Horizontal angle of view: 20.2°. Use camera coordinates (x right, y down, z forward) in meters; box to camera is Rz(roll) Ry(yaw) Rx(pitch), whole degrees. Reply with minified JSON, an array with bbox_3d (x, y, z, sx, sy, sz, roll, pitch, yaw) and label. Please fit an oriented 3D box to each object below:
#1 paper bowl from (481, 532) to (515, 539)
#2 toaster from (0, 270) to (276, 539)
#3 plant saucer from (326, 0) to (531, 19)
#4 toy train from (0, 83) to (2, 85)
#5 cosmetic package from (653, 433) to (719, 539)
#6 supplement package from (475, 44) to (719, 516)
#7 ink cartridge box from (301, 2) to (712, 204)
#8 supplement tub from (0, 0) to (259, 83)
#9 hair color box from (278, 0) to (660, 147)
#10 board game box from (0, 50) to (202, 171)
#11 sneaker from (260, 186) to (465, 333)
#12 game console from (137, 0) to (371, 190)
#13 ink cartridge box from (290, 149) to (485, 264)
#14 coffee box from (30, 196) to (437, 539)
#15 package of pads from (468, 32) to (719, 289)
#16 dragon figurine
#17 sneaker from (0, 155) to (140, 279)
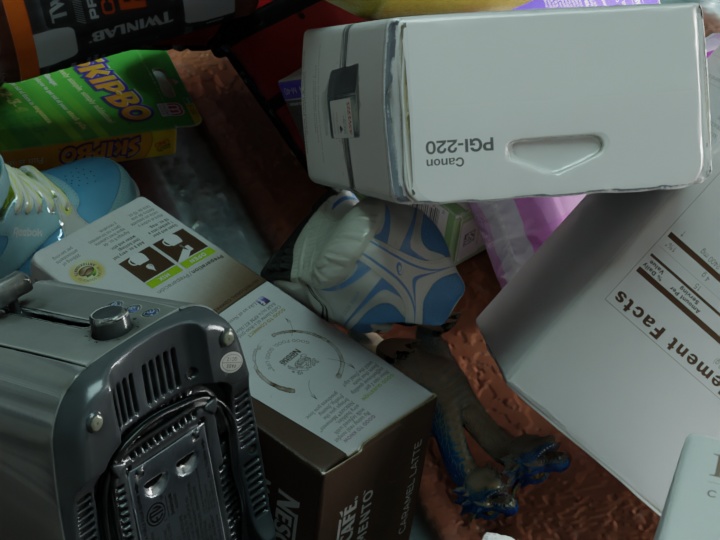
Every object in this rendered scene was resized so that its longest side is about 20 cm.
[{"bbox_3d":[0.033,0.199,0.777,0.104,0.201,0.201,15,40,8],"label":"paper bowl"},{"bbox_3d":[-0.119,0.097,0.910,0.129,0.200,0.114,16,37,39],"label":"toaster"},{"bbox_3d":[-0.005,-0.179,1.048,0.200,0.048,0.200,29,23,28],"label":"plant saucer"},{"bbox_3d":[-0.287,-0.126,1.172,0.114,0.085,0.200,35,38,10],"label":"toy train"},{"bbox_3d":[0.179,0.206,0.821,0.167,0.166,0.200,14,38,9],"label":"cosmetic package"},{"bbox_3d":[0.169,0.002,0.978,0.120,0.200,0.121,40,8,-11],"label":"supplement package"},{"bbox_3d":[0.061,-0.079,0.952,0.146,0.085,0.200,-5,8,-12],"label":"ink cartridge box"},{"bbox_3d":[-0.162,-0.167,1.127,0.200,0.107,0.107,-18,44,-11],"label":"supplement tub"},{"bbox_3d":[0.064,-0.128,1.147,0.200,0.065,0.109,-37,22,-34],"label":"hair color box"},{"bbox_3d":[-0.205,-0.096,1.242,0.200,0.030,0.096,-11,43,-17],"label":"board game box"},{"bbox_3d":[0.000,0.000,1.015,0.072,0.072,0.200,40,-4,-11],"label":"sneaker"},{"bbox_3d":[-0.015,-0.135,1.255,0.200,0.119,0.172,-31,84,-33],"label":"game console"},{"bbox_3d":[0.077,-0.092,1.262,0.200,0.048,0.146,-28,50,-35],"label":"ink cartridge box"},{"bbox_3d":[-0.069,0.068,0.993,0.200,0.114,0.080,33,45,29],"label":"coffee box"},{"bbox_3d":[0.155,-0.056,1.173,0.200,0.121,0.076,-21,2,-29],"label":"package of pads"},{"bbox_3d":[0.015,0.069,1.046,0.200,0.099,0.059,10,32,43],"label":"dragon figurine"},{"bbox_3d":[-0.192,-0.042,1.094,0.080,0.131,0.200,28,43,26],"label":"sneaker"}]
